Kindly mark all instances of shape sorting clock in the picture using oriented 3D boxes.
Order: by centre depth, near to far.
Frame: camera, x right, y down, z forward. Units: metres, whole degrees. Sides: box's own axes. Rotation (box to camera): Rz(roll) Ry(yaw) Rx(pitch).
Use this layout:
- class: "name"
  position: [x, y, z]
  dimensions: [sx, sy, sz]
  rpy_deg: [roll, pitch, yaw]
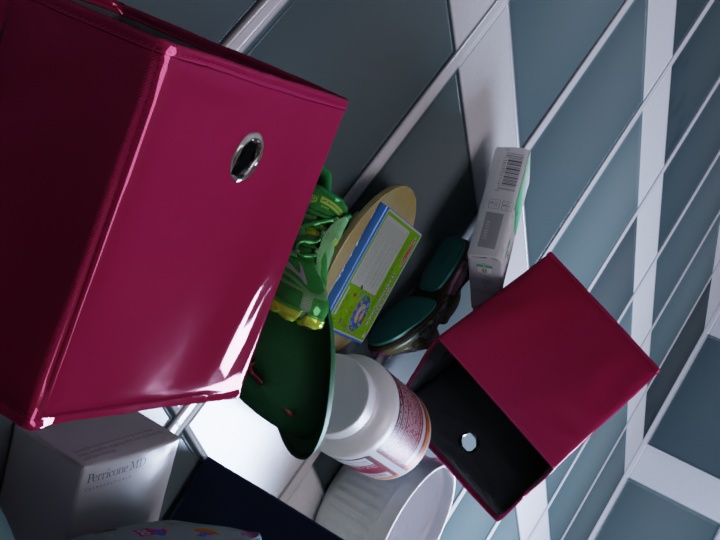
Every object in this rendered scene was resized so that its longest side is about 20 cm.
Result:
- class: "shape sorting clock"
  position: [0.000, 0.000, 1.213]
  dimensions: [0.200, 0.039, 0.201]
  rpy_deg: [-46, 153, -32]

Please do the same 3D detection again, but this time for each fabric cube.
- class: "fabric cube"
  position: [-0.159, -0.050, 0.664]
  dimensions: [0.196, 0.199, 0.201]
  rpy_deg: [3, 110, -64]
- class: "fabric cube"
  position: [0.193, 0.140, 1.388]
  dimensions: [0.199, 0.196, 0.200]
  rpy_deg: [-36, 165, -29]

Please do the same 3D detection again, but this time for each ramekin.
- class: "ramekin"
  position: [0.026, 0.312, 1.459]
  dimensions: [0.200, 0.104, 0.202]
  rpy_deg: [-43, 146, -39]

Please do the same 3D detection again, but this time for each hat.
- class: "hat"
  position: [-0.129, 0.070, 1.020]
  dimensions: [0.174, 0.165, 0.202]
  rpy_deg: [0, 97, -24]

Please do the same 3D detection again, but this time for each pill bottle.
- class: "pill bottle"
  position: [0.001, 0.157, 1.268]
  dimensions: [0.114, 0.112, 0.200]
  rpy_deg: [-61, 155, -9]

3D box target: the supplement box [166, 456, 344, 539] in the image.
- class: "supplement box"
  position: [-0.079, 0.313, 1.147]
  dimensions: [0.135, 0.199, 0.200]
  rpy_deg: [-57, 154, -14]

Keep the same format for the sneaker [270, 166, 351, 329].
- class: "sneaker"
  position: [-0.052, -0.029, 0.958]
  dimensions: [0.084, 0.074, 0.201]
  rpy_deg: [-53, -155, 27]

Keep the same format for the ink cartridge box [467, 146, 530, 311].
- class: "ink cartridge box"
  position: [0.174, -0.032, 1.444]
  dimensions: [0.201, 0.050, 0.162]
  rpy_deg: [74, 29, -58]

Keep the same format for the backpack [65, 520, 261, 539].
- class: "backpack"
  position: [-0.131, 0.259, 0.823]
  dimensions: [0.175, 0.198, 0.155]
  rpy_deg: [10, 88, -59]

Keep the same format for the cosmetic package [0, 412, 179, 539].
- class: "cosmetic package"
  position: [-0.227, 0.212, 0.915]
  dimensions: [0.112, 0.081, 0.202]
  rpy_deg: [-12, 123, -57]

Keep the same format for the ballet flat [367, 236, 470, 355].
- class: "ballet flat"
  position: [0.082, 0.046, 1.373]
  dimensions: [0.200, 0.069, 0.072]
  rpy_deg: [-52, 132, -32]

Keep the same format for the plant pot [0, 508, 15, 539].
- class: "plant pot"
  position: [-0.291, 0.217, 0.734]
  dimensions: [0.200, 0.134, 0.201]
  rpy_deg: [-43, 146, -38]
